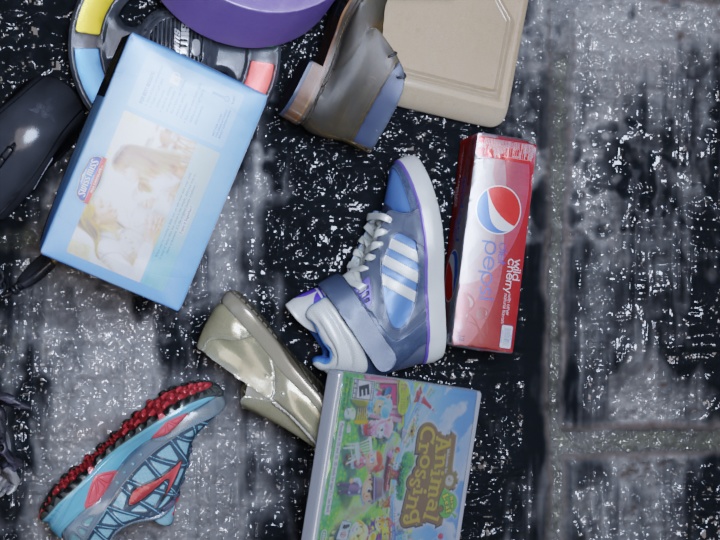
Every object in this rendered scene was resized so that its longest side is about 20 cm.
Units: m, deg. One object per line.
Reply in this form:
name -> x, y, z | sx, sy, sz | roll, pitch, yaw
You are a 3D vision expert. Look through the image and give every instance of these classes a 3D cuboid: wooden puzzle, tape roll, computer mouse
wooden puzzle -> 0.070, -0.255, 1.308 | 0.182, 0.037, 0.203 | 12, 92, -9
tape roll -> -0.098, -0.312, 1.228 | 0.197, 0.085, 0.203 | 5, 76, -19
computer mouse -> -0.309, -0.072, 1.228 | 0.140, 0.046, 0.200 | 45, 82, -6

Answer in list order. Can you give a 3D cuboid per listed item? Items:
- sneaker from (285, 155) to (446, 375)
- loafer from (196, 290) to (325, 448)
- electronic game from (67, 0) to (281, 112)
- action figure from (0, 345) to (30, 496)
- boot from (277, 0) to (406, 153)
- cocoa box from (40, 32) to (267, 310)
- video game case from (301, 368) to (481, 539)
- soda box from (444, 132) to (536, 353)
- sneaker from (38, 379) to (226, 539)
sneaker -> 0.000, 0.000, 1.264 | 0.144, 0.080, 0.204 | -7, 96, -14
loafer -> -0.078, 0.111, 1.254 | 0.068, 0.076, 0.201 | -38, 98, 2
electronic game -> -0.172, -0.205, 1.258 | 0.197, 0.042, 0.204 | 0, 88, -10
action figure -> -0.362, 0.166, 1.190 | 0.117, 0.102, 0.202 | 15, 60, -2
boot -> 0.012, -0.208, 1.253 | 0.096, 0.075, 0.202 | 30, 99, -16
cocoa box -> -0.183, -0.088, 1.178 | 0.132, 0.131, 0.203 | 23, 91, -15
video game case -> 0.029, 0.202, 1.255 | 0.180, 0.022, 0.203 | 11, 86, -38
soda box -> 0.120, -0.025, 1.292 | 0.062, 0.070, 0.204 | 8, 88, -9
sneaker -> -0.193, 0.183, 1.238 | 0.199, 0.079, 0.096 | -39, 105, 0
